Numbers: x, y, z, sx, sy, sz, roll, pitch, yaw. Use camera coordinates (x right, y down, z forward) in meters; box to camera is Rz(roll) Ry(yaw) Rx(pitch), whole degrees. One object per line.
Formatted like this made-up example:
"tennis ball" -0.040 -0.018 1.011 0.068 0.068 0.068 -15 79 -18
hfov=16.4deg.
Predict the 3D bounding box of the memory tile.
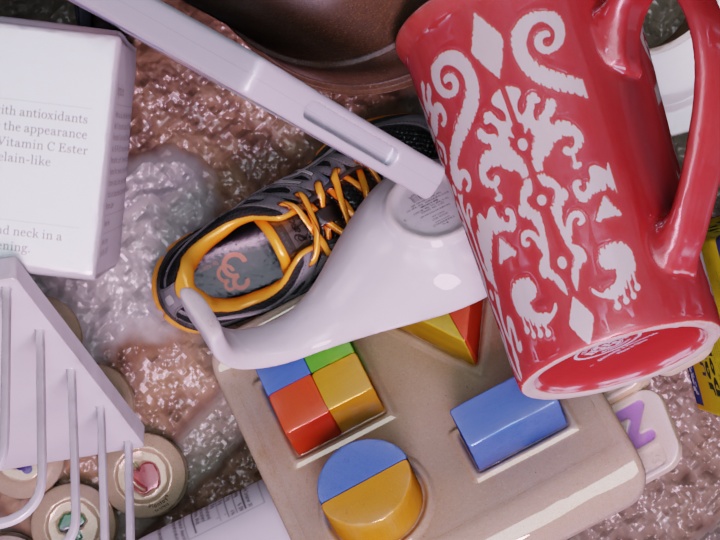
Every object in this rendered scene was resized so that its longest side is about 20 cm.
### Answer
"memory tile" -0.215 0.122 1.443 0.200 0.017 0.154 -37 92 -1

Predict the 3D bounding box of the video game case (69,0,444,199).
"video game case" -0.075 -0.107 1.264 0.200 0.182 0.023 31 93 34

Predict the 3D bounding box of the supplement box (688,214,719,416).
"supplement box" 0.240 0.018 1.366 0.108 0.200 0.110 -15 92 -4

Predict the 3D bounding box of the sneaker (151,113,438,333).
"sneaker" -0.027 -0.024 1.418 0.200 0.077 0.078 -33 90 -3

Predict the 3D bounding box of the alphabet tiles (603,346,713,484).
"alphabet tiles" 0.096 0.048 1.387 0.200 0.015 0.196 -31 57 21

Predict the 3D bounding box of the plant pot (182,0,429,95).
"plant pot" -0.036 -0.203 1.320 0.199 0.198 0.201 -1 86 24

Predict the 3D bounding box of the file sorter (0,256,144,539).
"file sorter" -0.209 0.104 1.306 0.138 0.200 0.125 -11 59 11

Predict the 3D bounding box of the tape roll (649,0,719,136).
"tape roll" 0.150 -0.172 1.424 0.201 0.071 0.203 0 92 -3

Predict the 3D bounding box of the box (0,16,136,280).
"box" -0.226 -0.072 1.347 0.198 0.200 0.131 6 92 -2

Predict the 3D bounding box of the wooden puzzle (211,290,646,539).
"wooden puzzle" 0.031 0.074 1.347 0.185 0.046 0.200 -27 58 -1

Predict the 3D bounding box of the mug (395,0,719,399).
"mug" 0.110 -0.052 1.275 0.133 0.178 0.201 -10 72 -16

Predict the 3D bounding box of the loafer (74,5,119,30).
"loafer" -0.132 -0.233 1.414 0.063 0.072 0.201 0 88 -7

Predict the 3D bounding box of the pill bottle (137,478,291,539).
"pill bottle" -0.060 0.182 1.402 0.199 0.113 0.114 -26 92 -1

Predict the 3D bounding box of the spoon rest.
"spoon rest" 0.000 0.000 1.357 0.199 0.061 0.099 -24 53 -16
